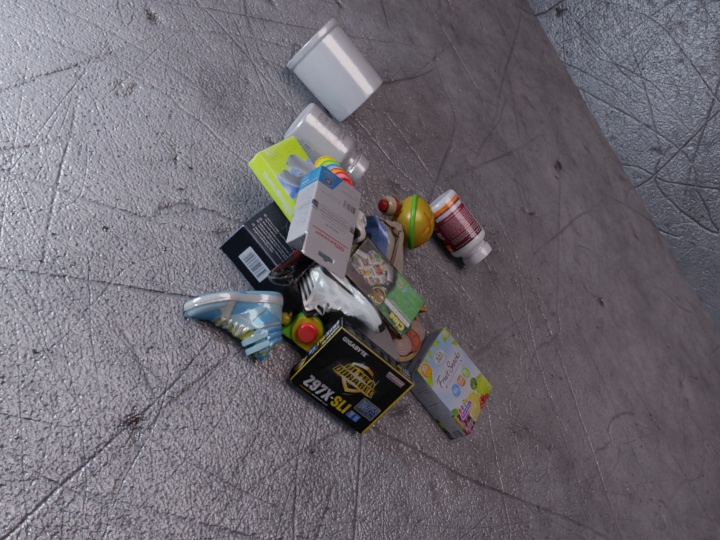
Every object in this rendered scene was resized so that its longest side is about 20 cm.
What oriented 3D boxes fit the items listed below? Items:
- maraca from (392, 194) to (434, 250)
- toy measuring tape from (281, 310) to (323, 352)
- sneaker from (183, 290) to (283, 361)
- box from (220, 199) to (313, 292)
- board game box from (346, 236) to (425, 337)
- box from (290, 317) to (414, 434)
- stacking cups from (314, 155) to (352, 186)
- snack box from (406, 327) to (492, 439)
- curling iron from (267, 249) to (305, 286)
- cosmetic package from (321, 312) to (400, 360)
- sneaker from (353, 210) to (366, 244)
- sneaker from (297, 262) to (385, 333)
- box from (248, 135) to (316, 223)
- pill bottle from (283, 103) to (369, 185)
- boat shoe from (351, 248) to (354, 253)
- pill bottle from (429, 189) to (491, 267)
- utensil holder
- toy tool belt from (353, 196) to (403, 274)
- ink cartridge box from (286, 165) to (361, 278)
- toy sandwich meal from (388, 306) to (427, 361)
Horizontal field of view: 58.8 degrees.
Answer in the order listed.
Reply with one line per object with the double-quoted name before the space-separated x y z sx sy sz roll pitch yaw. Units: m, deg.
"maraca" 0.135 -0.122 1.620 0.200 0.105 0.139 -19 118 -83
"toy measuring tape" -0.081 0.143 1.317 0.199 0.073 0.074 38 46 -14
"sneaker" -0.230 0.109 1.204 0.198 0.079 0.133 -1 76 -32
"box" -0.165 -0.060 1.336 0.149 0.107 0.200 51 44 -6
"board game box" 0.048 0.036 1.364 0.200 0.023 0.105 49 57 -15
"box" -0.017 0.214 1.277 0.200 0.160 0.049 40 17 -18
"stacking cups" -0.053 -0.207 1.412 0.060 0.061 0.200 32 7 -25
"snack box" 0.209 0.268 1.524 0.200 0.067 0.169 49 44 -7
"curling iron" -0.115 -0.024 1.260 0.049 0.026 0.200 23 37 17
"cosmetic package" -0.008 0.126 1.377 0.089 0.107 0.202 -10 72 -44
"sneaker" -0.020 -0.107 1.421 0.080 0.200 0.076 -9 107 -16
"sneaker" -0.049 0.076 1.284 0.115 0.076 0.200 -43 78 -12
"box" -0.127 -0.169 1.321 0.201 0.047 0.122 54 43 -3
"pill bottle" -0.078 -0.296 1.547 0.199 0.114 0.115 40 45 -18
"boat shoe" 0.000 0.000 1.444 0.198 0.069 0.075 30 4 11
"pill bottle" 0.270 -0.113 1.766 0.201 0.113 0.113 51 43 -7
"utensil holder" -0.064 -0.512 1.651 0.200 0.169 0.171 47 44 -16
"toy tool belt" 0.037 -0.081 1.519 0.122 0.124 0.203 2 85 -35
"ink cartridge box" -0.073 -0.086 1.244 0.115 0.066 0.202 33 54 -34
"toy sandwich meal" 0.084 0.113 1.494 0.203 0.070 0.208 22 53 -33
